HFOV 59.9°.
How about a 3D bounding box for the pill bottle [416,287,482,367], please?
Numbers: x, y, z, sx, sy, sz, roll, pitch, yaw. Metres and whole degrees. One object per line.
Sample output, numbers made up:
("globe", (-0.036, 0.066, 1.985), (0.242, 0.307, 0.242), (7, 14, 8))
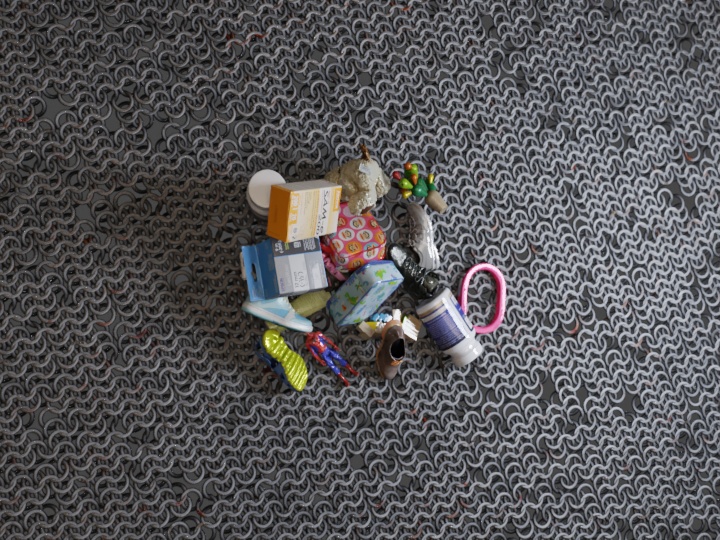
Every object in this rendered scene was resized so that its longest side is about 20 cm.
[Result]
("pill bottle", (0.252, 0.162, 1.758), (0.115, 0.116, 0.202), (-34, 93, -11))

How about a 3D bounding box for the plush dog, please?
("plush dog", (-0.032, -0.242, 1.689), (0.168, 0.201, 0.163), (-11, 113, 29))

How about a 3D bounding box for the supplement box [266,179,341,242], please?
("supplement box", (-0.138, -0.152, 1.565), (0.072, 0.198, 0.129), (20, 112, 32))

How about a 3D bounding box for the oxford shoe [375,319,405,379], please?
("oxford shoe", (0.085, 0.233, 1.700), (0.069, 0.074, 0.204), (-8, 128, -13))

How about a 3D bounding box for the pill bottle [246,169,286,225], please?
("pill bottle", (-0.241, -0.192, 1.637), (0.111, 0.200, 0.117), (1, 83, -6))

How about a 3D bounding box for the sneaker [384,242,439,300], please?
("sneaker", (0.148, 0.001, 1.713), (0.076, 0.113, 0.201), (-48, 115, -28))

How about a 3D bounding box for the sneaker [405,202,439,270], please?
("sneaker", (0.164, -0.093, 1.776), (0.080, 0.075, 0.205), (-17, 90, -13))

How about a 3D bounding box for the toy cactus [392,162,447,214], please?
("toy cactus", (0.169, -0.218, 1.735), (0.103, 0.199, 0.165), (-47, 72, 15))

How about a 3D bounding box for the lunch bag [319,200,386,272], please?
("lunch bag", (-0.037, -0.094, 1.690), (0.172, 0.083, 0.202), (-17, 53, -15))

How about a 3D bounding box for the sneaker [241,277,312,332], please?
("sneaker", (-0.203, 0.079, 1.647), (0.196, 0.079, 0.134), (22, 79, -12))

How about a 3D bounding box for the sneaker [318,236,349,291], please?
("sneaker", (-0.123, -0.025, 1.719), (0.201, 0.079, 0.096), (48, 116, 12))

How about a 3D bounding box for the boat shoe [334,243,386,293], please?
("boat shoe", (0.000, 0.000, 1.749), (0.200, 0.072, 0.061), (-42, 52, 1))

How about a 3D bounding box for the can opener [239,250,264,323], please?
("can opener", (-0.291, 0.040, 1.686), (0.052, 0.067, 0.206), (-6, 87, -10))

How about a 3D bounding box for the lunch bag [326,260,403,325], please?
("lunch bag", (0.013, 0.060, 1.667), (0.159, 0.200, 0.083), (-7, 56, -51))

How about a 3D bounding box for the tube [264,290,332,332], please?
("tube", (-0.169, 0.108, 1.717), (0.198, 0.052, 0.059), (-34, 120, -14))

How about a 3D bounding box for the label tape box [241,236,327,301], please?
("label tape box", (-0.193, -0.010, 1.599), (0.195, 0.066, 0.147), (-8, 82, -26))

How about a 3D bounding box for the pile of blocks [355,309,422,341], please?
("pile of blocks", (0.074, 0.155, 1.752), (0.195, 0.062, 0.084), (6, 74, -23))

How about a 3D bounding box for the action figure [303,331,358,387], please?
("action figure", (-0.089, 0.231, 1.725), (0.200, 0.052, 0.066), (45, 84, -3))

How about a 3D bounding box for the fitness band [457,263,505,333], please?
("fitness band", (0.355, 0.081, 1.823), (0.140, 0.037, 0.206), (5, 87, -11))

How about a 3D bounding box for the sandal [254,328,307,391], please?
("sandal", (-0.217, 0.245, 1.688), (0.202, 0.086, 0.080), (58, 42, -18))
